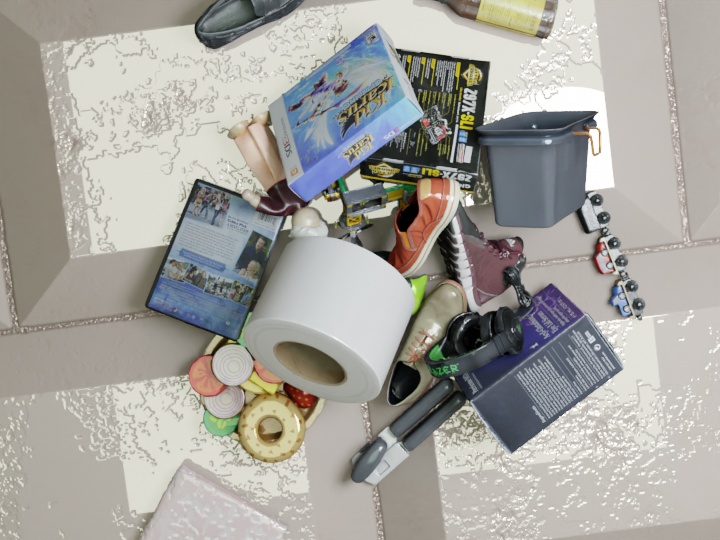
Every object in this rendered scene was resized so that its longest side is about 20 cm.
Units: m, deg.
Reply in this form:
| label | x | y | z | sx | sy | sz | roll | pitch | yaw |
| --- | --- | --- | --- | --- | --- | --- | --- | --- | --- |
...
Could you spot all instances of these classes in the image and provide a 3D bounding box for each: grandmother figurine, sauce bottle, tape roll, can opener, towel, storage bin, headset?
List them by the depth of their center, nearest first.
| label | x | y | z | sx | sy | sz | roll | pitch | yaw |
| --- | --- | --- | --- | --- | --- | --- | --- | --- | --- |
| headset | 0.166 | 0.073 | 1.443 | 0.199 | 0.123 | 0.095 | -32 | 102 | -36 |
| tape roll | -0.042 | 0.069 | 1.444 | 0.201 | 0.203 | 0.140 | 26 | 60 | -1 |
| storage bin | 0.253 | -0.139 | 1.450 | 0.144 | 0.200 | 0.136 | 3 | 107 | 29 |
| sauce bottle | 0.176 | -0.379 | 1.499 | 0.198 | 0.065 | 0.065 | 15 | 94 | -2 |
| grandmother figurine | -0.113 | -0.121 | 1.503 | 0.121 | 0.061 | 0.201 | -31 | 86 | -24 |
| can opener | 0.066 | 0.238 | 1.536 | 0.200 | 0.067 | 0.053 | -43 | 92 | 13 |
| towel | -0.230 | 0.416 | 1.573 | 0.190 | 0.032 | 0.201 | 28 | 94 | -3 |

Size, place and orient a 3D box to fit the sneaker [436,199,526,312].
| label | x | y | z | sx | sy | sz | roll | pitch | yaw |
| --- | --- | --- | --- | --- | --- | --- | --- | --- | --- |
| sneaker | 0.172 | -0.042 | 1.501 | 0.115 | 0.076 | 0.201 | -25 | 129 | -10 |

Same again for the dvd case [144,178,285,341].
| label | x | y | z | sx | sy | sz | roll | pitch | yaw |
| --- | --- | --- | --- | --- | --- | --- | --- | --- | --- |
| dvd case | -0.206 | -0.016 | 1.523 | 0.142 | 0.018 | 0.201 | 20 | 81 | 5 |

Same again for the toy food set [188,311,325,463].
| label | x | y | z | sx | sy | sz | roll | pitch | yaw |
| --- | --- | --- | --- | --- | --- | --- | --- | --- | --- |
| toy food set | -0.145 | 0.163 | 1.547 | 0.197 | 0.049 | 0.201 | 32 | 94 | -2 |

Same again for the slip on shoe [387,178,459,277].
| label | x | y | z | sx | sy | sz | roll | pitch | yaw |
| --- | --- | --- | --- | --- | --- | --- | --- | --- | --- |
| slip on shoe | 0.071 | -0.059 | 1.432 | 0.061 | 0.200 | 0.075 | 12 | 56 | -13 |

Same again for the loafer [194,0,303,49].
| label | x | y | z | sx | sy | sz | roll | pitch | yaw |
| --- | --- | --- | --- | --- | --- | --- | --- | --- | --- |
| loafer | -0.144 | -0.377 | 1.498 | 0.200 | 0.070 | 0.068 | -31 | 94 | 2 |

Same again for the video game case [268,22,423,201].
| label | x | y | z | sx | sy | sz | roll | pitch | yaw |
| --- | --- | --- | --- | --- | --- | --- | --- | --- | --- |
| video game case | -0.026 | -0.216 | 1.440 | 0.199 | 0.182 | 0.045 | -35 | 134 | 17 |

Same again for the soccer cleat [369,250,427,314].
| label | x | y | z | sx | sy | sz | roll | pitch | yaw |
| --- | --- | --- | --- | --- | --- | --- | --- | --- | --- |
| soccer cleat | 0.000 | 0.000 | 1.533 | 0.199 | 0.068 | 0.082 | 25 | 75 | -1 |

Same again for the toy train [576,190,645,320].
| label | x | y | z | sx | sy | sz | roll | pitch | yaw |
| --- | --- | --- | --- | --- | --- | --- | --- | --- | --- |
| toy train | 0.359 | -0.017 | 1.539 | 0.045 | 0.034 | 0.201 | -23 | 93 | 5 |

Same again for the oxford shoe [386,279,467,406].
| label | x | y | z | sx | sy | sz | roll | pitch | yaw |
| --- | --- | --- | --- | --- | --- | --- | --- | --- | --- |
| oxford shoe | 0.093 | 0.109 | 1.502 | 0.070 | 0.075 | 0.201 | 25 | 111 | 14 |

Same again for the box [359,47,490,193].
| label | x | y | z | sx | sy | sz | roll | pitch | yaw |
| --- | --- | --- | --- | --- | --- | --- | --- | --- | --- |
| box | 0.090 | -0.210 | 1.466 | 0.158 | 0.049 | 0.201 | 9 | 60 | 1 |

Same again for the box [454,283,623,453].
| label | x | y | z | sx | sy | sz | roll | pitch | yaw |
| --- | --- | --- | --- | --- | --- | --- | --- | --- | --- |
| box | 0.238 | 0.133 | 1.484 | 0.200 | 0.148 | 0.105 | -38 | 108 | 2 |

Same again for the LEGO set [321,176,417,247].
| label | x | y | z | sx | sy | sz | roll | pitch | yaw |
| --- | --- | --- | --- | --- | --- | --- | --- | --- | --- |
| LEGO set | 0.032 | -0.121 | 1.512 | 0.199 | 0.116 | 0.154 | -22 | 64 | -13 |
